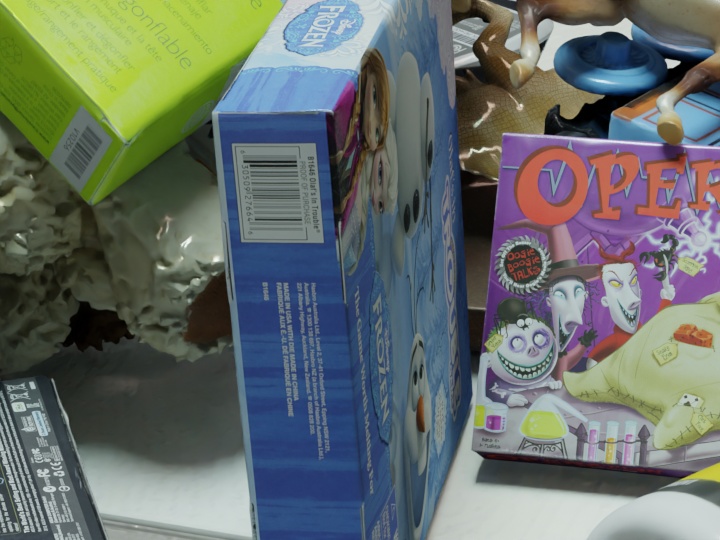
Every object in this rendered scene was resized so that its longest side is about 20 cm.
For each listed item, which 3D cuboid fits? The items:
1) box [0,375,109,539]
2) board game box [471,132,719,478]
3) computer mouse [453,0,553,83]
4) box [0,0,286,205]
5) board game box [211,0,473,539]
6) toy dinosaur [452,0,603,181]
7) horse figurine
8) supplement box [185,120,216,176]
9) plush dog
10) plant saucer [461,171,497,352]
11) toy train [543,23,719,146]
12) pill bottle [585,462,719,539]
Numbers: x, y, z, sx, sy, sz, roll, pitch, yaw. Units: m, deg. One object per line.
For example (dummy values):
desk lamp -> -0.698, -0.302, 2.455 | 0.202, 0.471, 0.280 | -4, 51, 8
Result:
box -> -0.164, 0.105, 0.971 | 0.160, 0.049, 0.200 | -6, 26, -14
board game box -> 0.144, 0.017, 1.056 | 0.199, 0.121, 0.032 | 4, -11, 14
computer mouse -> 0.008, -0.073, 1.343 | 0.199, 0.044, 0.109 | -23, 27, -27
box -> -0.067, -0.123, 1.068 | 0.122, 0.048, 0.200 | 46, 50, 6
board game box -> 0.000, 0.000, 1.000 | 0.043, 0.201, 0.199 | 1, 26, 11
toy dinosaur -> 0.064, -0.072, 1.259 | 0.199, 0.058, 0.101 | -27, 47, -24
horse figurine -> 0.111, -0.099, 1.108 | 0.199, 0.050, 0.133 | 20, 36, 18
supplement box -> -0.027, -0.107, 1.192 | 0.200, 0.073, 0.126 | -51, 9, -22
plush dog -> -0.147, -0.018, 1.102 | 0.199, 0.172, 0.161 | -3, 62, -26
plant saucer -> 0.074, -0.013, 1.218 | 0.199, 0.035, 0.201 | -2, 26, 1
toy train -> 0.156, -0.059, 1.179 | 0.114, 0.087, 0.200 | 27, 37, 33
pill bottle -> 0.172, 0.094, 0.891 | 0.199, 0.115, 0.114 | -19, 30, -32
